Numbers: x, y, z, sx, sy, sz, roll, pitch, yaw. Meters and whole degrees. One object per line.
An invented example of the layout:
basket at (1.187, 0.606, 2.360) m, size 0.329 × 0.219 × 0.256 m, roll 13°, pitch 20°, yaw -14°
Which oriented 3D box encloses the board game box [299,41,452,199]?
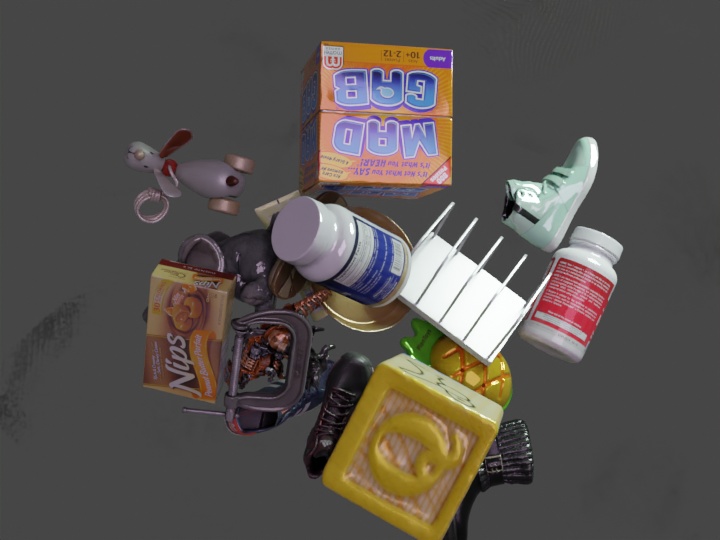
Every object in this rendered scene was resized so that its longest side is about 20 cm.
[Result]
board game box at (0.019, -0.220, 1.661) m, size 0.198 × 0.200 × 0.202 m, roll 1°, pitch 88°, yaw -11°

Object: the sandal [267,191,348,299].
sandal at (-0.086, -0.043, 1.633) m, size 0.201 × 0.054 × 0.081 m, roll -56°, pitch 133°, yaw -26°

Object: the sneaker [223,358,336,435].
sneaker at (-0.112, 0.198, 1.678) m, size 0.199 × 0.084 × 0.075 m, roll -29°, pitch 94°, yaw -11°

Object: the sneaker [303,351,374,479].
sneaker at (-0.034, 0.229, 1.644) m, size 0.075 × 0.116 × 0.201 m, roll 19°, pitch 110°, yaw 1°

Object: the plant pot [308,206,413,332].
plant pot at (0.000, 0.000, 1.711) m, size 0.198 × 0.027 × 0.202 m, roll 9°, pitch 71°, yaw -26°

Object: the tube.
tube at (-0.090, -0.021, 1.712) m, size 0.058 × 0.052 × 0.201 m, roll -25°, pitch 90°, yaw -49°

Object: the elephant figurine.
elephant figurine at (-0.223, -0.001, 1.648) m, size 0.198 × 0.142 × 0.156 m, roll 9°, pitch 57°, yaw 4°

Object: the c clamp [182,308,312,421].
c clamp at (-0.157, 0.139, 1.583) m, size 0.169 × 0.027 × 0.202 m, roll 10°, pitch 115°, yaw -12°

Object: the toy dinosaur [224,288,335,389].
toy dinosaur at (-0.113, 0.109, 1.624) m, size 0.135 × 0.199 × 0.103 m, roll 31°, pitch 38°, yaw -42°

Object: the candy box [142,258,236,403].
candy box at (-0.252, 0.091, 1.606) m, size 0.114 × 0.055 × 0.201 m, roll 13°, pitch 121°, yaw 4°

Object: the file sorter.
file sorter at (0.169, 0.013, 1.677) m, size 0.199 × 0.125 × 0.139 m, roll 37°, pitch 53°, yaw 7°

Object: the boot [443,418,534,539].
boot at (0.198, 0.344, 1.740) m, size 0.156 × 0.079 × 0.213 m, roll 1°, pitch 87°, yaw -12°

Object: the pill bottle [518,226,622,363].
pill bottle at (0.343, 0.037, 1.764) m, size 0.112 × 0.112 × 0.201 m, roll 28°, pitch 83°, yaw -9°

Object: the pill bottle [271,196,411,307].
pill bottle at (-0.027, -0.028, 1.572) m, size 0.199 × 0.115 × 0.117 m, roll 26°, pitch 82°, yaw -44°

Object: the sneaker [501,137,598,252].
sneaker at (0.304, -0.144, 1.779) m, size 0.118 × 0.074 × 0.202 m, roll 27°, pitch 85°, yaw -16°

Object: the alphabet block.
alphabet block at (0.081, 0.250, 1.578) m, size 0.194 × 0.200 × 0.198 m, roll 26°, pitch 94°, yaw 10°

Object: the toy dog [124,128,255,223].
toy dog at (-0.254, -0.145, 1.654) m, size 0.198 × 0.096 × 0.133 m, roll -5°, pitch 89°, yaw -12°

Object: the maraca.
maraca at (0.153, 0.151, 1.723) m, size 0.199 × 0.107 × 0.137 m, roll 35°, pitch 48°, yaw -3°
